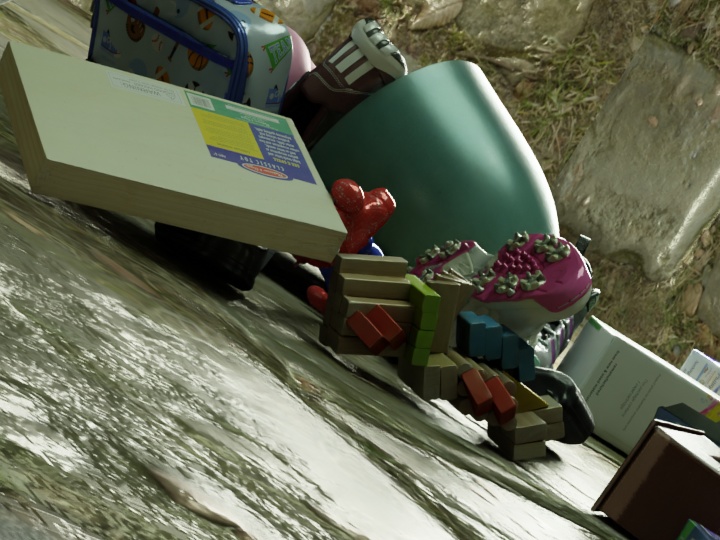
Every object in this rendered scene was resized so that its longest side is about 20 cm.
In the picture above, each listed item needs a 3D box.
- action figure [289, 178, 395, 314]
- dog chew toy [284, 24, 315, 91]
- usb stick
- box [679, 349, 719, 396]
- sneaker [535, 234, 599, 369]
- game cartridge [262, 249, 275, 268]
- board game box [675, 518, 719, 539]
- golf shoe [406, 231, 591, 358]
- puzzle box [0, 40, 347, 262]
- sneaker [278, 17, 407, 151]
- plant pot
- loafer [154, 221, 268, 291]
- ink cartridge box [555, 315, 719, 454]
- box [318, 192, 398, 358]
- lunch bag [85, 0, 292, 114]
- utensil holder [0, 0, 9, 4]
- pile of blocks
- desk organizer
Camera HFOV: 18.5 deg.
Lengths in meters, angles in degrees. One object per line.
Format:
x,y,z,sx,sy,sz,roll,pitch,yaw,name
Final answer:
-0.011,-0.019,1.439,0.052,0.065,0.200,47,-13,9,action figure
-0.084,-0.137,1.856,0.124,0.125,0.200,33,-25,15,dog chew toy
0.133,0.096,1.554,0.055,0.033,0.200,10,-8,12,usb stick
0.435,0.193,2.335,0.200,0.105,0.184,37,7,40,box
0.169,0.030,2.003,0.078,0.140,0.200,33,4,3,sneaker
-0.130,-0.061,1.598,0.133,0.041,0.200,27,7,-25,game cartridge
0.258,0.213,1.284,0.135,0.035,0.200,31,4,-6,board game box
0.101,0.026,1.488,0.092,0.075,0.200,58,-24,-16,golf shoe
-0.114,-0.070,1.327,0.199,0.025,0.133,14,29,-28,puzzle box
-0.025,-0.123,1.792,0.076,0.115,0.200,50,-13,19,sneaker
0.065,-0.042,1.779,0.161,0.200,0.200,52,12,21,plant pot
-0.085,-0.038,1.403,0.073,0.072,0.200,32,5,-12,loafer
0.276,0.134,1.979,0.200,0.088,0.145,34,4,-5,ink cartridge box
0.000,0.000,1.622,0.200,0.021,0.163,49,9,14,box
-0.144,-0.166,1.762,0.075,0.161,0.200,-11,32,-43,lunch bag
-0.398,-0.355,2.126,0.170,0.170,0.200,29,8,-39,utensil holder
0.065,0.054,1.387,0.200,0.082,0.062,31,4,-27,pile of blocks
0.224,0.155,1.481,0.077,0.072,0.200,36,5,18,desk organizer
